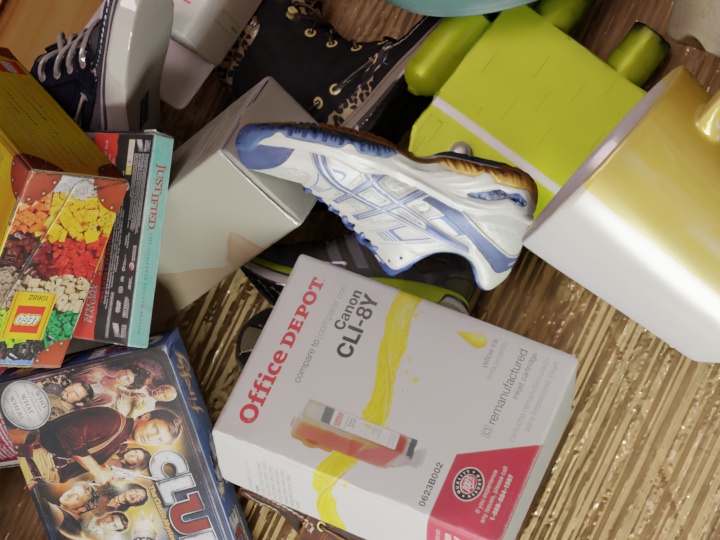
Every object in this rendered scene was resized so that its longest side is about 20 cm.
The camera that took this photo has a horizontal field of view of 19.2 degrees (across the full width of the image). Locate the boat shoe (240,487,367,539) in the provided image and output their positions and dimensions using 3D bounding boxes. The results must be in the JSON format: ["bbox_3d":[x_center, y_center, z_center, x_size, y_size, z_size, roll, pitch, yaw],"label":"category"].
[{"bbox_3d":[-0.002,0.181,1.437,0.200,0.070,0.070,17,82,30],"label":"boat shoe"}]

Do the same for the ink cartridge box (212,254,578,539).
[{"bbox_3d":[0.022,0.096,1.380,0.200,0.083,0.145,21,65,12],"label":"ink cartridge box"}]

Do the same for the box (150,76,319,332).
[{"bbox_3d":[-0.112,-0.040,1.488,0.200,0.078,0.095,-33,19,43],"label":"box"}]

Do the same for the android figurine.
[{"bbox_3d":[0.113,-0.099,1.433,0.182,0.041,0.200,39,87,9],"label":"android figurine"}]

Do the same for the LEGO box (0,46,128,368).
[{"bbox_3d":[-0.257,-0.049,1.463,0.200,0.077,0.149,46,121,43],"label":"LEGO box"}]

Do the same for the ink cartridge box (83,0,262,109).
[{"bbox_3d":[-0.124,-0.230,1.528,0.116,0.067,0.200,31,87,23],"label":"ink cartridge box"}]

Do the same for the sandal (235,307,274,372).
[{"bbox_3d":[0.002,0.093,1.465,0.201,0.057,0.080,35,70,23],"label":"sandal"}]

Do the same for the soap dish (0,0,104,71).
[{"bbox_3d":[-0.233,-0.154,1.640,0.157,0.081,0.200,29,93,30],"label":"soap dish"}]

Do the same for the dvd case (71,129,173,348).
[{"bbox_3d":[-0.206,-0.026,1.485,0.200,0.022,0.146,4,87,46],"label":"dvd case"}]

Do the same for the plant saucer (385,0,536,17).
[{"bbox_3d":[0.091,-0.217,1.451,0.200,0.200,0.036,-1,120,28],"label":"plant saucer"}]

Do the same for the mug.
[{"bbox_3d":[0.209,-0.027,1.312,0.153,0.187,0.149,43,73,0],"label":"mug"}]

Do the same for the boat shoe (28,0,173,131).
[{"bbox_3d":[-0.189,-0.144,1.488,0.093,0.200,0.075,24,51,9],"label":"boat shoe"}]

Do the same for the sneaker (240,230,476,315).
[{"bbox_3d":[0.000,0.000,1.493,0.200,0.074,0.081,12,65,30],"label":"sneaker"}]

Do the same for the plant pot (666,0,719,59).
[{"bbox_3d":[0.283,-0.209,1.327,0.200,0.200,0.184,24,100,31],"label":"plant pot"}]

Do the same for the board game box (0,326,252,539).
[{"bbox_3d":[-0.160,0.150,1.481,0.135,0.035,0.200,-14,105,16],"label":"board game box"}]

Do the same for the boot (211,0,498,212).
[{"bbox_3d":[-0.011,-0.158,1.530,0.200,0.073,0.151,-48,61,16],"label":"boot"}]

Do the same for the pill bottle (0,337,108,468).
[{"bbox_3d":[-0.261,0.091,1.577,0.200,0.110,0.110,-10,73,25],"label":"pill bottle"}]

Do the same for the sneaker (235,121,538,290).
[{"bbox_3d":[0.011,-0.042,1.378,0.200,0.075,0.088,14,101,1],"label":"sneaker"}]
